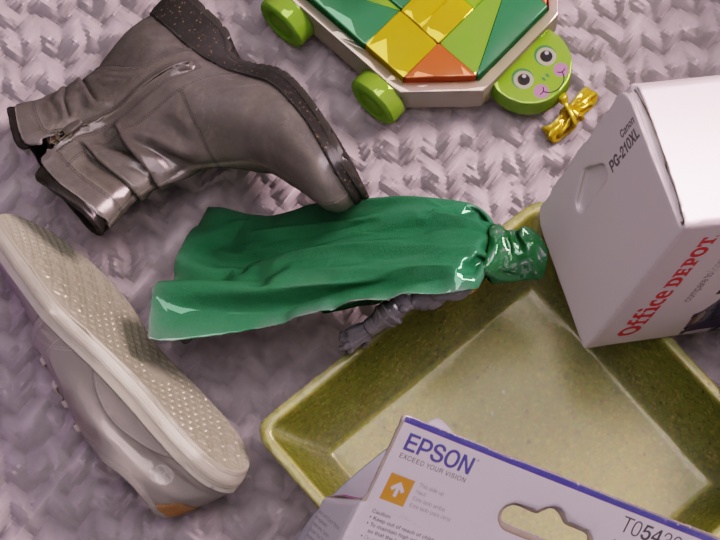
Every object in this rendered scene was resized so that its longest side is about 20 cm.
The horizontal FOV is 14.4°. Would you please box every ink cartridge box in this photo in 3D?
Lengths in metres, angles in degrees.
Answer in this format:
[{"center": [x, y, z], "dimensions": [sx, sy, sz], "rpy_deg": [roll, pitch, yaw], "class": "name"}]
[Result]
[{"center": [0.210, -0.036, 1.439], "dimensions": [0.199, 0.145, 0.085], "rpy_deg": [-7, 66, -21], "class": "ink cartridge box"}, {"center": [0.050, 0.183, 1.358], "dimensions": [0.196, 0.043, 0.201], "rpy_deg": [23, 94, -28], "class": "ink cartridge box"}]

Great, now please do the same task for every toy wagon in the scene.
[{"center": [0.050, -0.151, 1.564], "dimensions": [0.200, 0.040, 0.155], "rpy_deg": [41, 76, 13], "class": "toy wagon"}]

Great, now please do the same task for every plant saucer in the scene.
[{"center": [0.084, 0.100, 1.471], "dimensions": [0.200, 0.048, 0.200], "rpy_deg": [-38, 74, -13], "class": "plant saucer"}]

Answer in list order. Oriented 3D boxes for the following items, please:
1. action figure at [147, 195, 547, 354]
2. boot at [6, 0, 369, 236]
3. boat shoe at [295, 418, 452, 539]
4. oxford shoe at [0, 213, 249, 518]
[{"center": [0.000, 0.000, 1.466], "dimensions": [0.199, 0.055, 0.118], "rpy_deg": [-6, 38, 20], "class": "action figure"}, {"center": [-0.094, -0.058, 1.500], "dimensions": [0.131, 0.068, 0.200], "rpy_deg": [-40, 48, -11], "class": "boot"}, {"center": [0.005, 0.165, 1.395], "dimensions": [0.091, 0.071, 0.200], "rpy_deg": [47, 120, 14], "class": "boat shoe"}, {"center": [-0.138, 0.051, 1.482], "dimensions": [0.200, 0.075, 0.058], "rpy_deg": [49, 113, 17], "class": "oxford shoe"}]
